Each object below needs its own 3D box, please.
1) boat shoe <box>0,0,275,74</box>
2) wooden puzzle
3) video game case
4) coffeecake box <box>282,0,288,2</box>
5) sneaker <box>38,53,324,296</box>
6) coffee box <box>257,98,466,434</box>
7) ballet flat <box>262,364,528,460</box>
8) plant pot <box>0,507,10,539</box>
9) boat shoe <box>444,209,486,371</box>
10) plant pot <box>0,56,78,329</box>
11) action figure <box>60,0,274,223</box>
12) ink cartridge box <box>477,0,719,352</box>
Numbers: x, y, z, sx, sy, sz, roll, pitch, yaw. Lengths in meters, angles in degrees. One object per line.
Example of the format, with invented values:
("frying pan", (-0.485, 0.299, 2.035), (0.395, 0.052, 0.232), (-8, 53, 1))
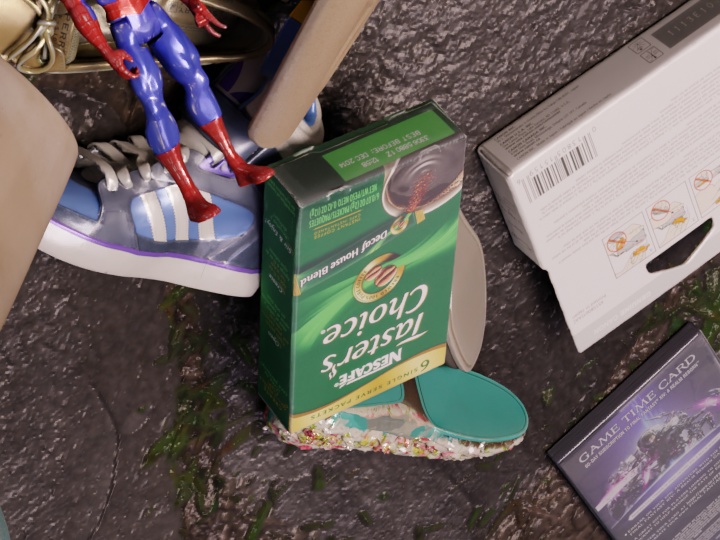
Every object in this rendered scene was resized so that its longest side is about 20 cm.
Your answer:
("boat shoe", (-0.143, -0.141, 1.434), (0.200, 0.063, 0.074), (1, 119, -35))
("wooden puzzle", (0.008, -0.181, 1.436), (0.200, 0.046, 0.185), (-53, 178, -31))
("video game case", (0.232, 0.143, 1.918), (0.143, 0.019, 0.200), (-42, 133, -4))
("coffeecake box", (-0.051, -0.271, 1.403), (0.153, 0.073, 0.201), (26, 103, -43))
("sneaker", (-0.111, -0.072, 1.499), (0.199, 0.081, 0.147), (14, 105, -38))
("coffee box", (0.000, 0.000, 1.555), (0.122, 0.044, 0.201), (-23, 142, -25))
("ballet flat", (0.019, 0.093, 1.715), (0.199, 0.076, 0.064), (12, 143, -35))
("plant pot", (-0.306, 0.193, 1.455), (0.196, 0.200, 0.196), (18, 107, -41))
("boat shoe", (0.037, -0.015, 1.660), (0.067, 0.057, 0.201), (-62, 149, -36))
("plant pot", (-0.248, -0.034, 1.370), (0.174, 0.199, 0.200), (-53, 136, -17))
("action figure", (-0.115, -0.126, 1.398), (0.065, 0.052, 0.201), (-35, 103, -22))
("ink cartridge box", (0.190, -0.066, 1.730), (0.199, 0.044, 0.174), (-35, 134, -11))
